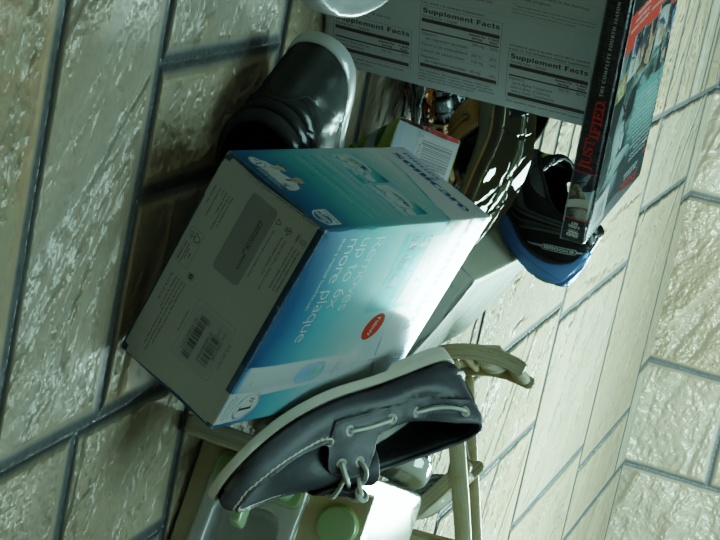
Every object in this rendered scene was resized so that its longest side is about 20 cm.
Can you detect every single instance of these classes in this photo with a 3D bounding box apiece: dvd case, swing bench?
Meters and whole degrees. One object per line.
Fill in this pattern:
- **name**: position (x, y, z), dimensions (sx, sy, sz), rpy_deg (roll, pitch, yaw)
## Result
- **dvd case**: position (0.180, -0.133, 1.337), dimensions (0.146, 0.022, 0.200), rpy_deg (-45, 146, -58)
- **swing bench**: position (0.066, 0.160, 1.736), dimensions (0.199, 0.130, 0.200), rpy_deg (48, 56, -79)

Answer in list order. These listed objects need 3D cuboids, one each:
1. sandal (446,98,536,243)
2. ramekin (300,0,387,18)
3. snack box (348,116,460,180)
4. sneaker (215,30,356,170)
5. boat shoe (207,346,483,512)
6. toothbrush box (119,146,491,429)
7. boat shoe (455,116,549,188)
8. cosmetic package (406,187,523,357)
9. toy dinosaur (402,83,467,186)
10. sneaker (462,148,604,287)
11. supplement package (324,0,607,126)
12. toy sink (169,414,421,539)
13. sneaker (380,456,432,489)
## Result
- **sandal**: position (0.095, -0.113, 1.503), dimensions (0.082, 0.055, 0.200), rpy_deg (-12, 116, -57)
- **ramekin**: position (-0.021, -0.248, 1.110), dimensions (0.202, 0.094, 0.202), rpy_deg (-48, 150, -40)
- **snack box**: position (0.000, 0.000, 1.426), dimensions (0.142, 0.053, 0.200), rpy_deg (159, -50, -75)
- **sneaker**: position (-0.052, -0.049, 1.294), dimensions (0.099, 0.071, 0.200), rpy_deg (-47, 150, -42)
- **boat shoe**: position (-0.004, 0.110, 1.250), dimensions (0.200, 0.063, 0.073), rpy_deg (-24, 158, -36)
- **toothbrush box**: position (-0.030, 0.006, 1.225), dimensions (0.200, 0.085, 0.146), rpy_deg (-7, 132, -59)
- **boat shoe**: position (0.119, -0.117, 1.779), dimensions (0.200, 0.073, 0.075), rpy_deg (-53, 154, -52)
- **cosmetic package**: position (0.058, 0.002, 1.611), dimensions (0.103, 0.087, 0.200), rpy_deg (-48, 172, 16)
- **toy dinosaur**: position (0.083, -0.165, 1.593), dimensions (0.136, 0.102, 0.200), rpy_deg (-20, 137, -53)
- **sneaker**: position (0.136, -0.075, 1.649), dimensions (0.083, 0.200, 0.071), rpy_deg (-46, 145, 18)
- **supplement package**: position (0.096, -0.206, 1.385), dimensions (0.156, 0.200, 0.111), rpy_deg (-57, 157, -45)
- **toy sink**: position (-0.052, 0.181, 1.384), dimensions (0.200, 0.130, 0.112), rpy_deg (41, 68, -74)
- **sneaker**: position (0.014, 0.105, 1.464), dimensions (0.085, 0.075, 0.200), rpy_deg (-66, -165, -5)
